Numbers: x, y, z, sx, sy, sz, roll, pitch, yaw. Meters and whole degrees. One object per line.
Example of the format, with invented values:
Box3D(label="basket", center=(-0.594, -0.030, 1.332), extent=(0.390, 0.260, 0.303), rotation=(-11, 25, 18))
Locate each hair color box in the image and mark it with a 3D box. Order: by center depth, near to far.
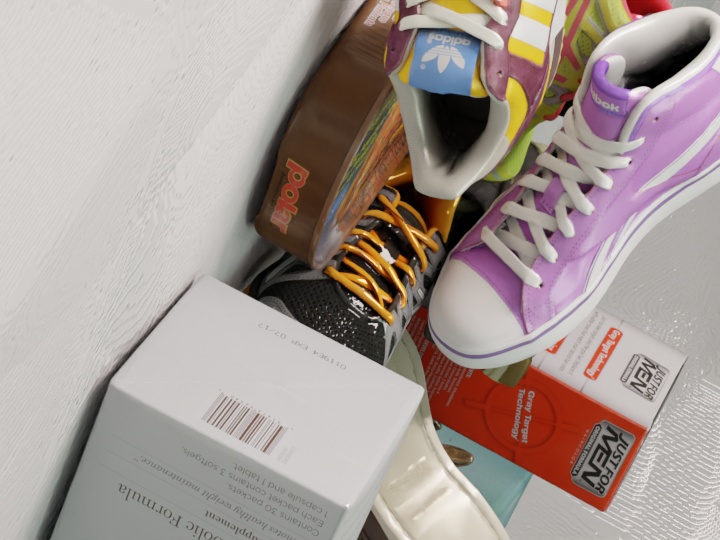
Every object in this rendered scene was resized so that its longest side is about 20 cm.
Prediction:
Box3D(label="hair color box", center=(0.066, 0.040, 1.447), extent=(0.061, 0.199, 0.102), rotation=(-66, 171, 28))

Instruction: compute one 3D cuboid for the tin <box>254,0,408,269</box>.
Box3D(label="tin", center=(0.008, -0.083, 1.248), extent=(0.200, 0.042, 0.112), rotation=(-55, 173, -48))

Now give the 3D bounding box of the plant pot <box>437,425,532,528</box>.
Box3D(label="plant pot", center=(0.022, 0.147, 1.658), extent=(0.142, 0.141, 0.200), rotation=(-64, 180, 12))

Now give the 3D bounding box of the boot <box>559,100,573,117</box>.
Box3D(label="boot", center=(0.134, -0.104, 1.547), extent=(0.074, 0.162, 0.198), rotation=(-66, 172, 18))

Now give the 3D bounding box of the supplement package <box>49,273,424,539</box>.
Box3D(label="supplement package", center=(-0.070, 0.126, 1.157), extent=(0.201, 0.113, 0.110), rotation=(-67, 173, 30))

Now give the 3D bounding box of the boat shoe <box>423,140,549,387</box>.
Box3D(label="boat shoe", center=(0.064, -0.017, 1.400), extent=(0.201, 0.066, 0.072), rotation=(-85, -158, -57))

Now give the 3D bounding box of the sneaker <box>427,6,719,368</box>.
Box3D(label="sneaker", center=(0.099, -0.047, 1.265), extent=(0.200, 0.073, 0.114), rotation=(-45, 152, -5))

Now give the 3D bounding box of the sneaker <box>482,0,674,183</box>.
Box3D(label="sneaker", center=(0.103, -0.116, 1.299), extent=(0.078, 0.090, 0.201), rotation=(-66, 176, -51))

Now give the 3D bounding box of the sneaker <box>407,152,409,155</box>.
Box3D(label="sneaker", center=(0.088, -0.144, 1.426), extent=(0.200, 0.074, 0.089), rotation=(-57, 170, -27))

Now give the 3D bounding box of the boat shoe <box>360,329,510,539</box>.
Box3D(label="boat shoe", center=(0.009, 0.089, 1.384), extent=(0.072, 0.201, 0.059), rotation=(-32, -177, -26))

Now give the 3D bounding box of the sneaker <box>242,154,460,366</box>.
Box3D(label="sneaker", center=(0.000, 0.000, 1.291), extent=(0.077, 0.078, 0.200), rotation=(-45, -168, 26))

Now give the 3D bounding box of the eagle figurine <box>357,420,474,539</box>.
Box3D(label="eagle figurine", center=(-0.017, 0.145, 1.507), extent=(0.150, 0.152, 0.201), rotation=(-18, 134, -20))

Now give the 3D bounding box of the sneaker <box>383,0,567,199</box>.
Box3D(label="sneaker", center=(0.050, -0.121, 1.122), extent=(0.090, 0.075, 0.201), rotation=(-62, 157, -43))
